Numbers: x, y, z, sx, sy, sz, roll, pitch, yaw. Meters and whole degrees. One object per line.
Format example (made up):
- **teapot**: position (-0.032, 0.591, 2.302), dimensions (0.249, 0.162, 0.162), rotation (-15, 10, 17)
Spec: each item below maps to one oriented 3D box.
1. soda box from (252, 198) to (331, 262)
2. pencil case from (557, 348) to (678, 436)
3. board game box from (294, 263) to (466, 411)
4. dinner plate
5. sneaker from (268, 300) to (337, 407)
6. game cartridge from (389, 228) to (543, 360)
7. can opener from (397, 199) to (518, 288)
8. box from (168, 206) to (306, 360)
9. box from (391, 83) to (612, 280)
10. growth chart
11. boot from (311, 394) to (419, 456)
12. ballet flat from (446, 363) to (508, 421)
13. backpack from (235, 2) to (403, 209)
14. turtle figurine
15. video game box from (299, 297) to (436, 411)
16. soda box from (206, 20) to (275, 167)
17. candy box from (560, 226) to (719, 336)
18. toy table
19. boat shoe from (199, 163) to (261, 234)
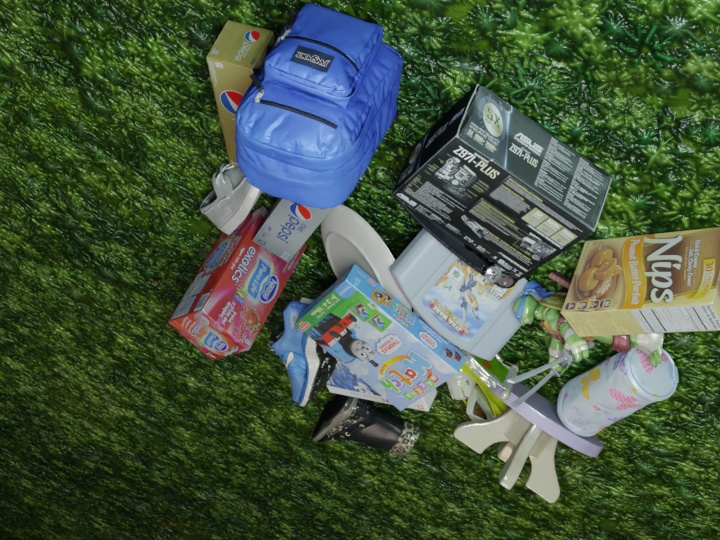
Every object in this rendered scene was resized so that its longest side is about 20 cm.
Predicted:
- **soda box**: position (-0.079, -0.089, 1.631), dimensions (0.063, 0.069, 0.200), rotation (31, 148, -8)
- **pencil case**: position (0.359, 0.170, 1.689), dimensions (0.090, 0.084, 0.200), rotation (24, 149, -11)
- **board game box**: position (0.025, 0.096, 1.651), dimensions (0.200, 0.037, 0.151), rotation (39, 139, -9)
- **dinner plate**: position (0.000, 0.000, 1.661), dimensions (0.200, 0.024, 0.201), rotation (45, 156, 27)
- **sneaker**: position (-0.088, 0.119, 1.797), dimensions (0.089, 0.079, 0.201), rotation (24, 134, 20)
- **game cartridge**: position (0.138, 0.025, 1.592), dimensions (0.200, 0.133, 0.042), rotation (41, 176, -24)
- **can opener**: position (0.128, -0.045, 1.519), dimensions (0.199, 0.079, 0.064), rotation (31, 113, -17)
- **box**: position (-0.176, 0.018, 1.733), dimensions (0.095, 0.201, 0.099), rotation (43, 145, -23)
- **box**: position (0.165, -0.100, 1.423), dimensions (0.199, 0.087, 0.164), rotation (32, 148, -11)
- **growth chart**: position (0.151, 0.099, 1.695), dimensions (0.200, 0.145, 0.018), rotation (44, 110, -9)
- **boot**: position (0.005, 0.287, 2.127), dimensions (0.153, 0.074, 0.204), rotation (27, 150, -8)
- **ballet flat**: position (0.171, 0.184, 1.858), dimensions (0.066, 0.067, 0.200), rotation (-2, 139, 38)
- **backpack**: position (-0.058, -0.185, 1.348), dimensions (0.161, 0.201, 0.168), rotation (17, 148, 14)
- **turtle figurine**: position (0.287, 0.112, 1.551), dimensions (0.192, 0.201, 0.145), rotation (6, 140, 10)
- **video game box**: position (0.009, 0.130, 1.845), dimensions (0.181, 0.047, 0.201), rotation (6, 142, 26)
- **soda box**: position (-0.136, -0.209, 1.494), dimensions (0.063, 0.068, 0.201), rotation (15, 147, 15)
- **candy box**: position (0.349, 0.015, 1.433), dimensions (0.199, 0.116, 0.055), rotation (-7, 138, 41)
- **toy table**: position (0.248, 0.253, 1.803), dimensions (0.199, 0.118, 0.184), rotation (36, -170, 11)
- **boat shoe**: position (-0.175, -0.116, 1.672), dimensions (0.068, 0.072, 0.200), rotation (32, 157, -10)
